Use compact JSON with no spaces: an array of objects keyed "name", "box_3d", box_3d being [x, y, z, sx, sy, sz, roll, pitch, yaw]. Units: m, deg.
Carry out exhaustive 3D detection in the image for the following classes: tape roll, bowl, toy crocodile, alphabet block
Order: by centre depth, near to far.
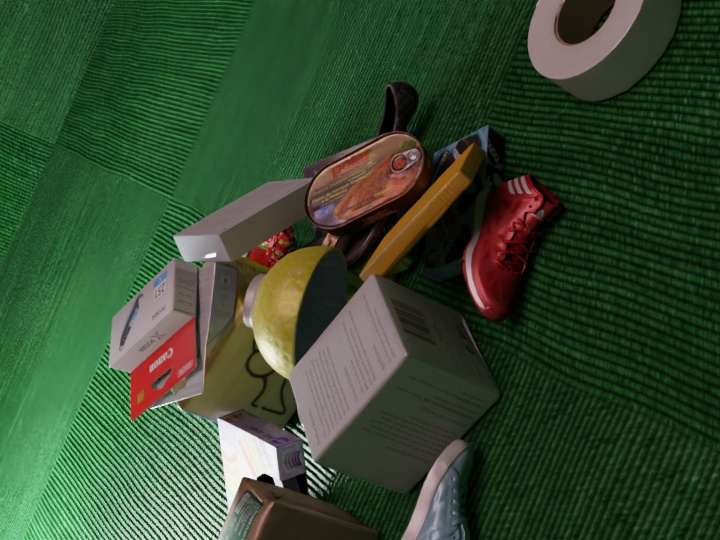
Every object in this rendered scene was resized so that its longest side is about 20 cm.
[{"name":"tape roll","box_3d":[0.311,-0.324,1.419,0.202,0.071,0.203,-33,46,42]},{"name":"bowl","box_3d":[-0.103,0.055,1.563,0.107,0.200,0.201,12,78,17]},{"name":"toy crocodile","box_3d":[0.000,0.000,1.669,0.200,0.067,0.062,-25,44,46]},{"name":"alphabet block","box_3d":[-0.182,0.116,1.746,0.200,0.195,0.197,-55,36,16]}]

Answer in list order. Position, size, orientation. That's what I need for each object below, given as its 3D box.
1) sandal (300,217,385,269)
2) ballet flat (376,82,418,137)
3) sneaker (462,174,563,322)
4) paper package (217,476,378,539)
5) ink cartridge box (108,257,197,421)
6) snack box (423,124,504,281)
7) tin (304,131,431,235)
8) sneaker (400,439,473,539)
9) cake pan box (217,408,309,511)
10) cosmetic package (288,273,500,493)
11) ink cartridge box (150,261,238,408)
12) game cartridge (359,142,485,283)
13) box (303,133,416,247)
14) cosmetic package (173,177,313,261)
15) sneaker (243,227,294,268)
[{"name":"sandal","box_3d":[-0.041,-0.043,1.646,0.200,0.055,0.082,-15,47,49]},{"name":"ballet flat","box_3d":[0.035,-0.199,1.726,0.066,0.057,0.201,34,111,52]},{"name":"sneaker","box_3d":[0.197,-0.040,1.404,0.115,0.078,0.201,-31,48,44]},{"name":"paper package","box_3d":[-0.102,0.401,1.454,0.103,0.190,0.201,19,85,57]},{"name":"ink cartridge box","box_3d":[-0.313,0.105,1.650,0.200,0.045,0.177,-39,44,39]},{"name":"snack box","box_3d":[0.145,-0.093,1.545,0.116,0.037,0.201,-24,52,47]},{"name":"tin","box_3d":[0.011,-0.124,1.586,0.199,0.042,0.112,-25,62,20]},{"name":"sneaker","box_3d":[0.109,0.309,1.340,0.082,0.074,0.201,19,81,27]},{"name":"cake pan box","box_3d":[-0.137,0.317,1.613,0.200,0.052,0.185,14,114,55]},{"name":"cosmetic package","box_3d":[0.039,0.148,1.431,0.200,0.166,0.168,-50,36,23]},{"name":"ink cartridge box","box_3d":[-0.250,0.102,1.646,0.160,0.047,0.201,-21,59,48]},{"name":"game cartridge","box_3d":[0.088,-0.077,1.473,0.200,0.032,0.176,-46,4,23]},{"name":"box","box_3d":[0.000,-0.108,1.695,0.200,0.048,0.159,-17,80,47]},{"name":"cosmetic package","box_3d":[-0.170,-0.079,1.706,0.200,0.052,0.151,-33,17,-31]},{"name":"sneaker","box_3d":[-0.154,-0.034,1.909,0.085,0.077,0.201,-25,51,40]}]
